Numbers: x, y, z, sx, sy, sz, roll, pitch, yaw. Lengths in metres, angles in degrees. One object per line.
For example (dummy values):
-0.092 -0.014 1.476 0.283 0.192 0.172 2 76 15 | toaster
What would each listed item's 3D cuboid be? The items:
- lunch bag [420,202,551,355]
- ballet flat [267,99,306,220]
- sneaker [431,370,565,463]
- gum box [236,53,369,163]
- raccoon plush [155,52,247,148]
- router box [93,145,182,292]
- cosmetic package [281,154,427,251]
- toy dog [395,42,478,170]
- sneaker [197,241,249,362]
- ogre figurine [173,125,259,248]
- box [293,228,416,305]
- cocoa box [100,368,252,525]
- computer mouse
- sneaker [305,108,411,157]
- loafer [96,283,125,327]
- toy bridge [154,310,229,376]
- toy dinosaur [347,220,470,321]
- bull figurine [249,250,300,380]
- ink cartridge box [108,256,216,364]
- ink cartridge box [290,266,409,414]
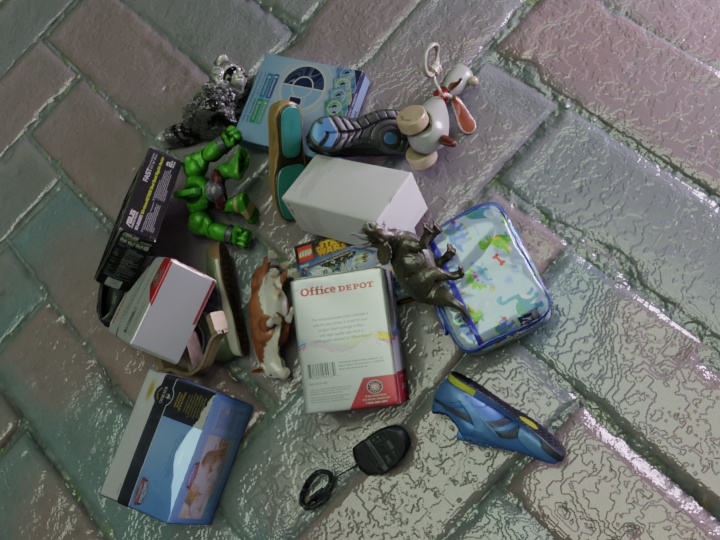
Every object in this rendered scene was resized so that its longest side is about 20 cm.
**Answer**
0.176 0.016 1.188 0.160 0.082 0.201 -25 73 8 | lunch bag
-0.126 -0.185 1.355 0.063 0.068 0.201 26 119 50 | ballet flat
0.190 0.224 1.138 0.200 0.066 0.079 31 96 26 | sneaker
-0.104 -0.280 1.413 0.199 0.045 0.170 15 79 24 | gum box
-0.290 -0.313 1.468 0.199 0.097 0.134 -7 63 17 | raccoon plush
-0.371 -0.086 1.354 0.150 0.062 0.200 -49 26 43 | router box
-0.011 -0.106 1.264 0.200 0.085 0.108 19 62 37 | cosmetic package
0.138 -0.250 1.274 0.096 0.132 0.201 17 79 33 | toy dog
-0.249 0.056 1.336 0.090 0.067 0.201 -17 74 10 | sneaker
-0.247 -0.138 1.382 0.119 0.098 0.201 -5 108 19 | ogre figurine
0.000 0.000 1.287 0.199 0.040 0.137 -16 69 14 | box
-0.277 0.273 1.241 0.131 0.133 0.201 15 78 22 | cocoa box
-0.010 0.294 1.203 0.200 0.034 0.059 -34 82 12 | computer mouse
0.007 -0.221 1.320 0.199 0.082 0.074 0 86 -16 | sneaker
-0.421 0.002 1.416 0.068 0.070 0.201 -4 71 18 | loafer
-0.269 0.132 1.294 0.200 0.027 0.067 -34 71 42 | toy bridge
0.085 -0.006 1.149 0.102 0.077 0.200 -37 95 21 | toy dinosaur
-0.138 0.070 1.279 0.121 0.065 0.201 -48 45 48 | bull figurine
-0.324 0.058 1.301 0.200 0.084 0.145 6 70 63 | ink cartridge box
-0.014 0.103 1.205 0.145 0.083 0.201 -8 85 14 | ink cartridge box
